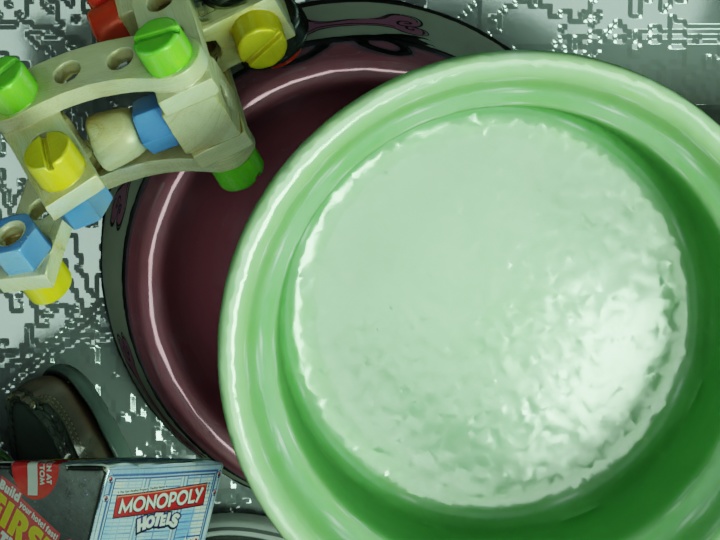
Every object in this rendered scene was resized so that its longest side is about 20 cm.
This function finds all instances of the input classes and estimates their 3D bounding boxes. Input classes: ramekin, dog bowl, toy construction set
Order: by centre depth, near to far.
[{"bbox_3d":[0.049,0.020,0.960,0.199,0.098,0.201,-1,98,-4],"label":"ramekin"},{"bbox_3d":[-0.093,-0.093,0.991,0.131,0.092,0.200,-26,58,7],"label":"toy construction set"},{"bbox_3d":[0.000,0.000,1.040,0.200,0.074,0.201,0,99,-3],"label":"dog bowl"}]

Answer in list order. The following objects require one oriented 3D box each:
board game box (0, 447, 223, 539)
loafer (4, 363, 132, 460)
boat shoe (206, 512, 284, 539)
[{"bbox_3d":[-0.139,0.124,1.003,0.200,0.062,0.200,39,112,33],"label":"board game box"},{"bbox_3d":[-0.103,0.138,1.049,0.063,0.072,0.200,-22,103,-26],"label":"loafer"},{"bbox_3d":[0.006,0.165,1.069,0.200,0.066,0.070,37,95,-8],"label":"boat shoe"}]
